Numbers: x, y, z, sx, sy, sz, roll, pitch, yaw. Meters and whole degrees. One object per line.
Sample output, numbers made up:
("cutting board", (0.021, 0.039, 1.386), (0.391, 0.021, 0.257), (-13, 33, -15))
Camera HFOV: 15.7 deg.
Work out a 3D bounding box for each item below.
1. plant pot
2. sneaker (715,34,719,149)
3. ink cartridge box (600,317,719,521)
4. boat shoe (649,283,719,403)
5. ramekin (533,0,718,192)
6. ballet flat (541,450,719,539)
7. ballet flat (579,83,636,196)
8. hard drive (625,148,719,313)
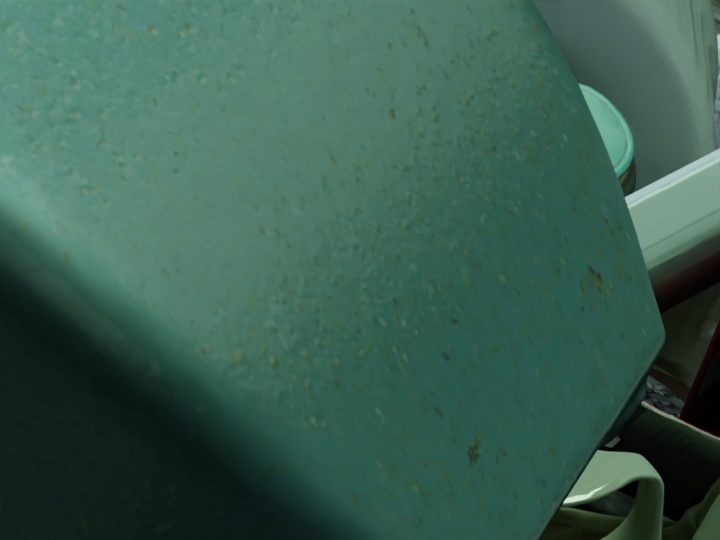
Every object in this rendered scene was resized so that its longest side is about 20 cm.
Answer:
("plant pot", (-0.056, 0.012, 0.541), (0.200, 0.197, 0.196), (39, 39, 0))
("sneaker", (0.188, -0.025, 1.024), (0.077, 0.201, 0.082), (21, 52, 36))
("ink cartridge box", (0.150, 0.045, 0.792), (0.175, 0.084, 0.200), (25, -9, 2))
("boat shoe", (0.159, 0.037, 0.993), (0.200, 0.072, 0.067), (36, 7, 25))
("ramekin", (0.029, -0.050, 0.897), (0.199, 0.202, 0.098), (19, 25, -9))
("ballet flat", (0.080, 0.082, 0.692), (0.199, 0.070, 0.070), (10, 20, -26))
("ballet flat", (0.000, 0.000, 0.790), (0.199, 0.068, 0.068), (-17, 67, -31))
("hard drive", (0.074, 0.002, 0.761), (0.026, 0.199, 0.132), (60, -19, 8))
